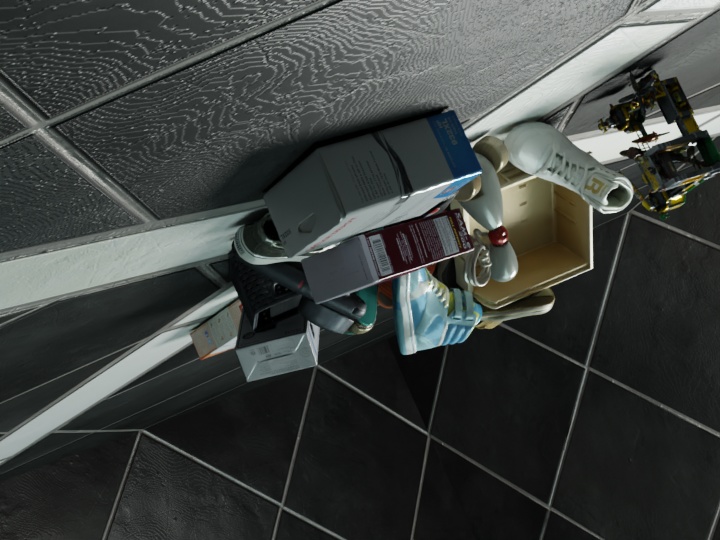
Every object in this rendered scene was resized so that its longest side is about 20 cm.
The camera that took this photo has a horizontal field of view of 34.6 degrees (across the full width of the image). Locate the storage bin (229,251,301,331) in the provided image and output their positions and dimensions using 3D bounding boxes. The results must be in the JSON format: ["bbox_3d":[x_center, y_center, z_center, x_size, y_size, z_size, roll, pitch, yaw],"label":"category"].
[{"bbox_3d":[-0.107,0.008,1.639,0.135,0.094,0.200,-23,172,-10],"label":"storage bin"}]

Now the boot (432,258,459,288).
[{"bbox_3d":[0.119,-0.066,1.840,0.150,0.201,0.073,6,151,35],"label":"boot"}]

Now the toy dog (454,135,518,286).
[{"bbox_3d":[0.149,-0.081,1.563,0.096,0.201,0.132,8,-165,42],"label":"toy dog"}]

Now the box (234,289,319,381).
[{"bbox_3d":[-0.123,0.082,1.786,0.116,0.060,0.200,-15,-153,6],"label":"box"}]

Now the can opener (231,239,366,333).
[{"bbox_3d":[-0.079,0.014,1.495,0.079,0.200,0.063,-58,-157,0],"label":"can opener"}]

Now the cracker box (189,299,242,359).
[{"bbox_3d":[-0.195,0.087,2.045,0.134,0.058,0.200,-18,170,-41],"label":"cracker box"}]

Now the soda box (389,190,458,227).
[{"bbox_3d":[0.070,-0.098,1.527,0.063,0.071,0.200,-18,171,-12],"label":"soda box"}]

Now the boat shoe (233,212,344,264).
[{"bbox_3d":[-0.065,-0.048,1.460,0.199,0.071,0.064,-14,169,-46],"label":"boat shoe"}]

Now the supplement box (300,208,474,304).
[{"bbox_3d":[0.036,-0.020,1.431,0.109,0.061,0.200,-21,177,43],"label":"supplement box"}]

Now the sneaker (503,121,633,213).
[{"bbox_3d":[0.294,-0.139,1.585,0.199,0.116,0.074,16,107,-39],"label":"sneaker"}]

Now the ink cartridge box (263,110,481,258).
[{"bbox_3d":[0.012,-0.097,1.306,0.199,0.084,0.145,-20,173,-34],"label":"ink cartridge box"}]

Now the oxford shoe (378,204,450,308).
[{"bbox_3d":[0.078,-0.030,1.760,0.200,0.071,0.073,-56,-160,-11],"label":"oxford shoe"}]

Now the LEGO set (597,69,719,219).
[{"bbox_3d":[0.391,-0.168,1.585,0.115,0.201,0.154,-17,176,-29],"label":"LEGO set"}]

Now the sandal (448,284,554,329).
[{"bbox_3d":[0.198,0.058,1.777,0.199,0.081,0.054,-2,133,10],"label":"sandal"}]

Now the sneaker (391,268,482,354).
[{"bbox_3d":[0.112,0.029,1.681,0.130,0.080,0.201,-6,129,-2],"label":"sneaker"}]

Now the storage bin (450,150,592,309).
[{"bbox_3d":[0.240,-0.073,1.727,0.198,0.201,0.094,-22,-144,-21],"label":"storage bin"}]

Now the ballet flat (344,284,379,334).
[{"bbox_3d":[0.000,0.000,1.684,0.068,0.201,0.075,25,155,-30],"label":"ballet flat"}]
